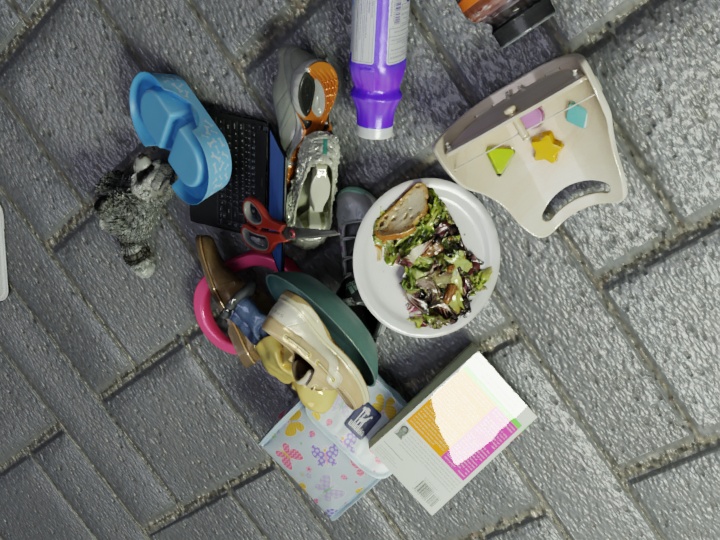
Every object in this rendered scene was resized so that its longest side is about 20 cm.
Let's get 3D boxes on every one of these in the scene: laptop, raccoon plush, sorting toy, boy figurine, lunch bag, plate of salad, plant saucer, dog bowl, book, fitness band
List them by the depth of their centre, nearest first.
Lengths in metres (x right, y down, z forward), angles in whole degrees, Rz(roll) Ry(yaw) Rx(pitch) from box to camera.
[{"bbox_3d":[0.218,-0.132,0.991,0.198,0.107,0.181,-26,108,30],"label":"sorting toy"},{"bbox_3d":[0.088,-0.014,1.069,0.196,0.048,0.204,-1,96,-14],"label":"plate of salad"},{"bbox_3d":[-0.042,0.068,1.105,0.199,0.036,0.201,41,163,16],"label":"plant saucer"},{"bbox_3d":[-0.102,0.106,1.145,0.200,0.064,0.124,44,149,3],"label":"boy figurine"},{"bbox_3d":[-0.171,-0.109,1.156,0.196,0.103,0.180,14,120,16],"label":"laptop"},{"bbox_3d":[-0.244,-0.185,1.158,0.201,0.049,0.112,54,138,17],"label":"dog bowl"},{"bbox_3d":[0.126,0.219,1.159,0.200,0.048,0.134,-43,98,4],"label":"book"},{"bbox_3d":[-0.024,0.233,1.237,0.170,0.127,0.200,46,113,-2],"label":"lunch bag"},{"bbox_3d":[-0.302,-0.085,1.262,0.131,0.098,0.201,-6,140,13],"label":"raccoon plush"},{"bbox_3d":[-0.164,0.049,1.267,0.198,0.037,0.145,-22,102,29],"label":"fitness band"}]

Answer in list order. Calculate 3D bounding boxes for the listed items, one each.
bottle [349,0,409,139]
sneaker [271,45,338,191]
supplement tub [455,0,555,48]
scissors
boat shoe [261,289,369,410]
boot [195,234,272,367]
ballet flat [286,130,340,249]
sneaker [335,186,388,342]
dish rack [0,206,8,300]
[{"bbox_3d":[0.022,-0.262,1.022,0.064,0.084,0.204,11,117,18],"label":"bottle"},{"bbox_3d":[-0.081,-0.201,1.113,0.092,0.075,0.202,48,141,35],"label":"sneaker"},{"bbox_3d":[0.134,-0.349,0.923,0.106,0.107,0.202,-27,100,30],"label":"supplement tub"},{"bbox_3d":[-0.091,-0.042,1.080,0.198,0.014,0.075,21,120,41],"label":"scissors"},{"bbox_3d":[-0.060,0.115,1.074,0.073,0.069,0.201,20,149,55],"label":"boat shoe"},{"bbox_3d":[-0.174,0.032,1.222,0.074,0.074,0.203,-25,96,3],"label":"boot"},{"bbox_3d":[-0.064,-0.089,1.113,0.071,0.072,0.202,23,136,13],"label":"ballet flat"},{"bbox_3d":[0.000,0.000,1.112,0.077,0.140,0.203,-13,107,27],"label":"sneaker"},{"bbox_3d":[-0.686,-0.046,1.452,0.169,0.044,0.203,16,118,16],"label":"dish rack"}]
